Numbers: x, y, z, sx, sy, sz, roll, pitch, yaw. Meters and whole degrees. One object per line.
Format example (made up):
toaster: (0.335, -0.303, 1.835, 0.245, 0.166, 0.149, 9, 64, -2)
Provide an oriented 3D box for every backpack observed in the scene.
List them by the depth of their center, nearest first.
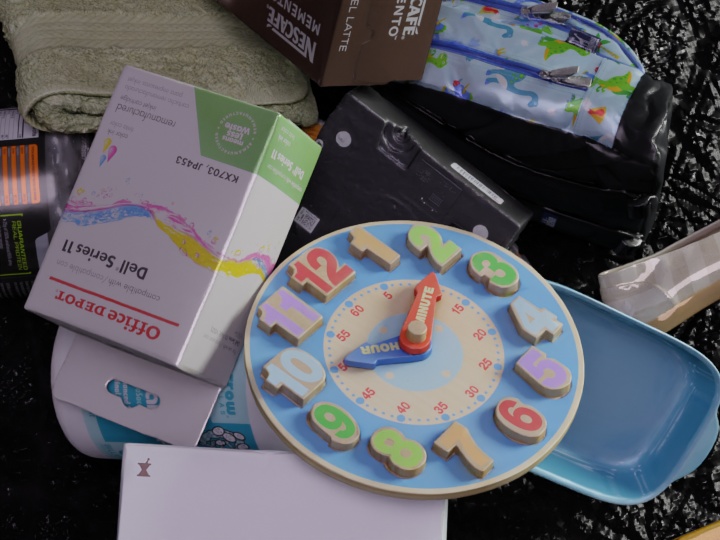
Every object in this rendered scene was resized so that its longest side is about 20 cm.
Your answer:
backpack: (0.100, -0.104, 1.385, 0.199, 0.163, 0.155, 7, 71, 7)

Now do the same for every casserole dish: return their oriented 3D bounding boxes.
casserole dish: (0.136, 0.073, 1.365, 0.199, 0.039, 0.121, 24, 107, -18)

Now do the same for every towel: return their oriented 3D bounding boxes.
towel: (-0.132, -0.147, 1.383, 0.199, 0.037, 0.149, -2, 48, -21)

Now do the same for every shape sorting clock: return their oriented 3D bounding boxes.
shape sorting clock: (0.032, 0.046, 1.240, 0.199, 0.039, 0.201, 1, 48, -1)

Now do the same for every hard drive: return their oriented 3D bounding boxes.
hard drive: (0.000, 0.000, 1.360, 0.140, 0.038, 0.200, 37, 116, 7)

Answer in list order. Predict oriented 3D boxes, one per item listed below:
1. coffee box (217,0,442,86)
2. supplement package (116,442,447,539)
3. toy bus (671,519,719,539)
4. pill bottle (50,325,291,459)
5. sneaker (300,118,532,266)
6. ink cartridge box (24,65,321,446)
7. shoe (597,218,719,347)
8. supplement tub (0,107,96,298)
coffee box: (-0.033, -0.208, 1.342, 0.079, 0.115, 0.200, -6, 33, -35)
supplement package: (-0.048, 0.192, 1.293, 0.190, 0.200, 0.148, 4, 79, 0)
toy bus: (0.228, 0.194, 1.360, 0.199, 0.078, 0.065, -22, 80, -5)
pill bottle: (-0.084, 0.065, 1.332, 0.199, 0.111, 0.111, 0, 78, 22)
sneaker: (0.032, -0.021, 1.405, 0.200, 0.078, 0.077, 33, 94, 8)
ink cartridge box: (-0.118, -0.007, 1.267, 0.117, 0.067, 0.201, 18, 83, 25)
shoe: (0.248, -0.018, 1.404, 0.199, 0.070, 0.054, -29, 89, -4)
supplement tub: (-0.245, -0.041, 1.372, 0.199, 0.123, 0.123, -4, 79, -2)
